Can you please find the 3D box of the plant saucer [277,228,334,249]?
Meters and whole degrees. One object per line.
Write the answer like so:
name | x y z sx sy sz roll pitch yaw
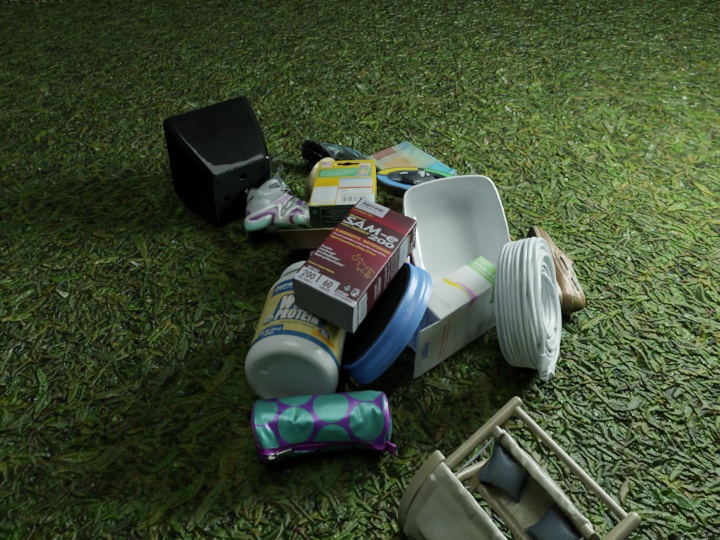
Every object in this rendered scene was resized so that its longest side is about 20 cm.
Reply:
plant saucer | -0.062 -0.060 1.159 0.193 0.037 0.200 -1 2 0

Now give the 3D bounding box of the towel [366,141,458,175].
towel | 0.119 -0.250 1.452 0.144 0.022 0.199 -25 45 -27

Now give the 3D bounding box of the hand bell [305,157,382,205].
hand bell | -0.012 -0.152 1.284 0.197 0.106 0.103 32 49 28

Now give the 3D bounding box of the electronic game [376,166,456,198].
electronic game | 0.125 -0.191 1.294 0.193 0.043 0.201 4 22 -2

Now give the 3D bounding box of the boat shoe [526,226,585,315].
boat shoe | 0.356 0.001 1.114 0.066 0.073 0.204 0 49 -4

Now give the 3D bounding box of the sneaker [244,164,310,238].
sneaker | -0.147 -0.151 1.251 0.193 0.078 0.145 -5 76 -5

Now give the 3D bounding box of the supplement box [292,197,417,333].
supplement box | -0.004 -0.014 0.906 0.106 0.062 0.201 23 50 20

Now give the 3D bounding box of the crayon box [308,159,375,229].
crayon box | -0.030 -0.153 1.187 0.121 0.053 0.202 -1 34 4

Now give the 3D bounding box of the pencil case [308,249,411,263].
pencil case | 0.000 0.000 1.109 0.193 0.085 0.088 -2 39 0

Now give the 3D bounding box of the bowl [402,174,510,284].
bowl | 0.175 -0.067 1.136 0.193 0.075 0.207 -10 81 -10

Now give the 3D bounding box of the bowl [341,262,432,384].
bowl | 0.035 0.077 0.937 0.039 0.201 0.203 33 40 -12

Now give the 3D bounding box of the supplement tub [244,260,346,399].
supplement tub | -0.091 0.097 0.946 0.139 0.148 0.203 3 40 6

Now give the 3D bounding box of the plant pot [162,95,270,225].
plant pot | -0.290 -0.223 1.310 0.196 0.203 0.178 -25 54 -26

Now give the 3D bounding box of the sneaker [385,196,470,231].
sneaker | 0.131 -0.092 1.242 0.196 0.071 0.076 22 61 34

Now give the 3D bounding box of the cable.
cable | 0.267 0.052 0.953 0.067 0.206 0.199 -6 14 29

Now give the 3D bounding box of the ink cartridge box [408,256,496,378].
ink cartridge box | 0.143 0.075 0.985 0.197 0.120 0.067 -27 49 -29

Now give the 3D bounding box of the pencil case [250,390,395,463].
pencil case | -0.052 0.220 0.847 0.193 0.087 0.094 -5 39 -5

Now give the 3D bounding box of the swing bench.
swing bench | 0.174 0.299 0.710 0.196 0.133 0.199 -24 45 -24

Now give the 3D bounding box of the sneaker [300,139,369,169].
sneaker | -0.054 -0.262 1.446 0.196 0.077 0.079 27 35 19
